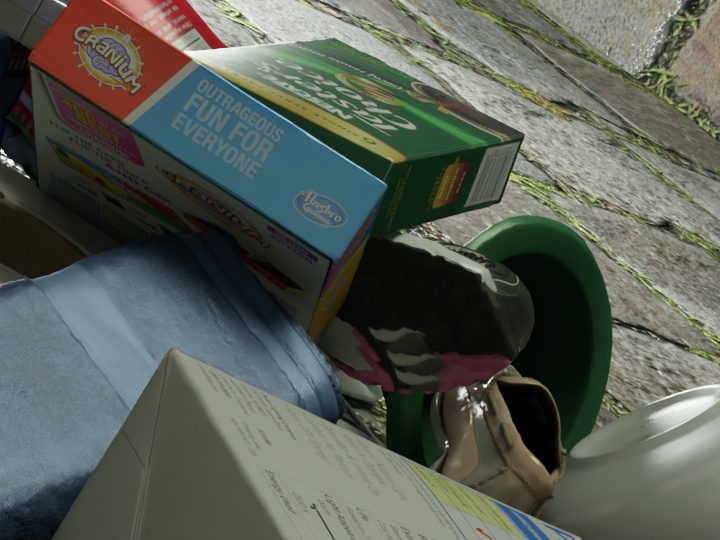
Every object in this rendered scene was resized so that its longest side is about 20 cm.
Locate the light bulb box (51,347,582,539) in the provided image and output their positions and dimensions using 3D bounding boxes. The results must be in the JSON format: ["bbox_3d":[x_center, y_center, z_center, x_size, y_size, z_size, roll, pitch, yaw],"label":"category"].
[{"bbox_3d":[0.006,0.153,1.068,0.200,0.125,0.198,27,13,-27],"label":"light bulb box"}]

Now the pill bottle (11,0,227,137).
[{"bbox_3d":[-0.124,-0.096,1.606,0.200,0.112,0.112,50,12,-1],"label":"pill bottle"}]

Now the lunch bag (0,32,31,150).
[{"bbox_3d":[-0.287,-0.115,1.509,0.200,0.094,0.151,26,13,14],"label":"lunch bag"}]

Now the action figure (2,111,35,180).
[{"bbox_3d":[-0.210,-0.096,1.674,0.200,0.055,0.118,43,13,13],"label":"action figure"}]

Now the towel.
[{"bbox_3d":[-0.108,0.052,1.174,0.200,0.049,0.112,-18,61,-40],"label":"towel"}]

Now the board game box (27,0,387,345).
[{"bbox_3d":[-0.070,-0.036,1.291,0.153,0.040,0.200,33,-14,3],"label":"board game box"}]

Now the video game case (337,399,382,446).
[{"bbox_3d":[0.006,0.107,1.316,0.182,0.023,0.200,50,5,21],"label":"video game case"}]

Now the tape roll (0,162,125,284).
[{"bbox_3d":[-0.171,0.011,1.313,0.202,0.071,0.202,30,12,-7],"label":"tape roll"}]

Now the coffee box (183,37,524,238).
[{"bbox_3d":[-0.007,-0.066,1.422,0.123,0.044,0.200,28,15,17],"label":"coffee box"}]

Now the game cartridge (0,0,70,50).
[{"bbox_3d":[-0.129,-0.111,1.440,0.130,0.038,0.200,35,4,12],"label":"game cartridge"}]

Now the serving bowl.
[{"bbox_3d":[0.154,0.103,1.454,0.200,0.200,0.066,-49,116,-78],"label":"serving bowl"}]

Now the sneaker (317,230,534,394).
[{"bbox_3d":[0.000,0.000,1.434,0.200,0.080,0.086,11,28,32],"label":"sneaker"}]

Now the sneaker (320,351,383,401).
[{"bbox_3d":[-0.030,0.008,1.603,0.078,0.099,0.200,37,13,27],"label":"sneaker"}]

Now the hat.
[{"bbox_3d":[0.019,0.030,1.570,0.176,0.200,0.166,15,-20,41],"label":"hat"}]

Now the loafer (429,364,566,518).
[{"bbox_3d":[0.072,0.083,1.386,0.072,0.063,0.200,47,17,-7],"label":"loafer"}]
